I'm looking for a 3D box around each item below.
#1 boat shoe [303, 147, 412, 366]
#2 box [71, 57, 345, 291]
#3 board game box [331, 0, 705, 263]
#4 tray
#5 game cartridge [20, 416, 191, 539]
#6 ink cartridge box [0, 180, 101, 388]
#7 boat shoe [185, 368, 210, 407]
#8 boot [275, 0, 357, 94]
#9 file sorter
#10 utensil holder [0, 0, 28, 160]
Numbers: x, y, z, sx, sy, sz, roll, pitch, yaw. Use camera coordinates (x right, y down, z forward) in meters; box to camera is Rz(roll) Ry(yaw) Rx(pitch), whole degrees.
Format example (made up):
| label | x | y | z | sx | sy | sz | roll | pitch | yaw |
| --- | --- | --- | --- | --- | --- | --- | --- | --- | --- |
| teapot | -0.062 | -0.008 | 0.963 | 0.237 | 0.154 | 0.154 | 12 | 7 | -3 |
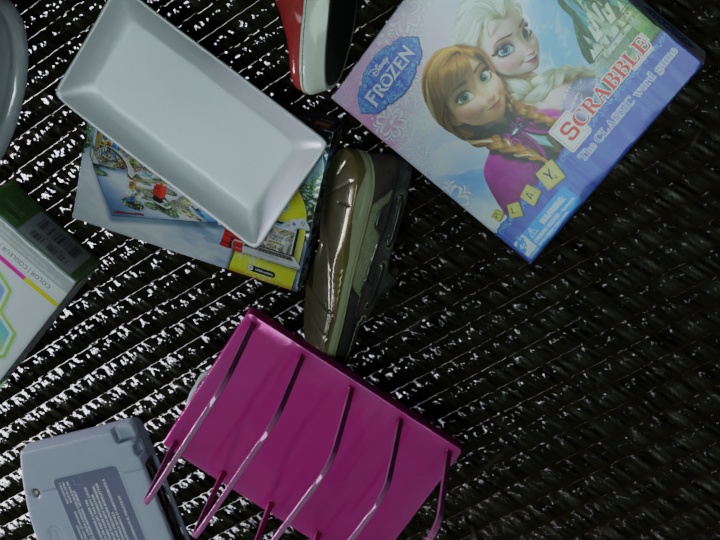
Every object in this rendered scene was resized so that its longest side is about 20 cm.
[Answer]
| label | x | y | z | sx | sy | sz | roll | pitch | yaw |
| --- | --- | --- | --- | --- | --- | --- | --- | --- | --- |
| boat shoe | 0.000 | -0.001 | 1.143 | 0.065 | 0.072 | 0.203 | -1 | 122 | -20 |
| box | -0.123 | -0.080 | 1.164 | 0.198 | 0.038 | 0.138 | 18 | 112 | 8 |
| board game box | 0.113 | -0.143 | 1.077 | 0.199 | 0.041 | 0.200 | 38 | 114 | -1 |
| tray | -0.128 | -0.118 | 1.119 | 0.199 | 0.022 | 0.108 | 37 | 114 | 0 |
| game cartridge | -0.222 | 0.235 | 1.304 | 0.132 | 0.041 | 0.202 | -15 | 104 | 15 |
| ink cartridge box | -0.321 | 0.034 | 1.244 | 0.104 | 0.059 | 0.200 | 41 | 114 | -2 |
| boat shoe | -0.049 | 0.132 | 1.202 | 0.198 | 0.069 | 0.073 | 23 | 113 | 5 |
| boot | -0.079 | -0.232 | 1.083 | 0.143 | 0.072 | 0.202 | 2 | 101 | 15 |
| file sorter | -0.045 | 0.157 | 1.107 | 0.199 | 0.126 | 0.140 | 33 | 112 | -6 |
| utensil holder | -0.386 | -0.159 | 1.137 | 0.198 | 0.170 | 0.172 | 18 | 113 | 10 |
